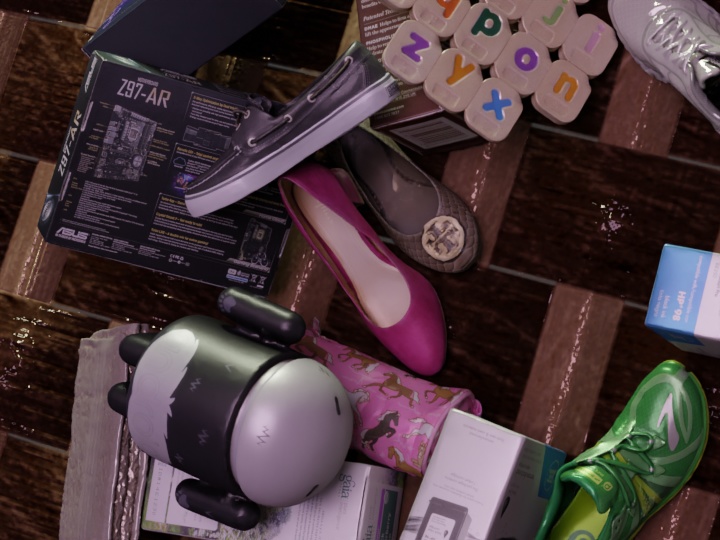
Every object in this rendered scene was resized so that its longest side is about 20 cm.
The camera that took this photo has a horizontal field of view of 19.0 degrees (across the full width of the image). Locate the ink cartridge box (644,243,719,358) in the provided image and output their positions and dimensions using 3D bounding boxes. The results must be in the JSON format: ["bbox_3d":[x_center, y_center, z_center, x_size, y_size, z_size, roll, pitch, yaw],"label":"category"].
[{"bbox_3d":[0.326,0.040,1.599,0.200,0.116,0.067,12,83,25],"label":"ink cartridge box"}]

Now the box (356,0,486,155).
[{"bbox_3d":[0.048,-0.206,1.776,0.075,0.100,0.200,-12,74,26],"label":"box"}]

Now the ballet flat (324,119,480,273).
[{"bbox_3d":[0.025,-0.075,1.789,0.067,0.046,0.200,-43,66,10],"label":"ballet flat"}]

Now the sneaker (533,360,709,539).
[{"bbox_3d":[0.199,0.160,1.644,0.074,0.084,0.200,33,92,26],"label":"sneaker"}]

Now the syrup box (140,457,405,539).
[{"bbox_3d":[-0.071,0.188,1.753,0.200,0.081,0.079,5,83,23],"label":"syrup box"}]

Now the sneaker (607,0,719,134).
[{"bbox_3d":[0.266,-0.167,1.690,0.075,0.081,0.200,-47,64,9],"label":"sneaker"}]

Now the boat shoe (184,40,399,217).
[{"bbox_3d":[-0.066,-0.116,1.713,0.200,0.070,0.066,-30,99,19],"label":"boat shoe"}]

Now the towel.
[{"bbox_3d":[-0.213,0.145,1.814,0.133,0.034,0.200,-12,70,64],"label":"towel"}]

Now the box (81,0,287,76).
[{"bbox_3d":[-0.122,-0.238,1.792,0.200,0.079,0.141,-29,23,42],"label":"box"}]

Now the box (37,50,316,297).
[{"bbox_3d":[-0.148,-0.078,1.775,0.044,0.200,0.160,-136,62,-65],"label":"box"}]

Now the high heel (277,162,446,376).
[{"bbox_3d":[0.000,0.000,1.743,0.067,0.096,0.200,-28,81,25],"label":"high heel"}]

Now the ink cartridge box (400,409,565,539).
[{"bbox_3d":[0.080,0.217,1.656,0.067,0.116,0.200,20,87,24],"label":"ink cartridge box"}]

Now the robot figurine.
[{"bbox_3d":[-0.100,0.108,1.680,0.200,0.150,0.125,20,50,31],"label":"robot figurine"}]

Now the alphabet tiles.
[{"bbox_3d":[0.108,-0.206,1.727,0.200,0.015,0.196,34,68,-8],"label":"alphabet tiles"}]

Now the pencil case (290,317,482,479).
[{"bbox_3d":[-0.002,0.102,1.743,0.200,0.083,0.087,24,89,26],"label":"pencil case"}]
